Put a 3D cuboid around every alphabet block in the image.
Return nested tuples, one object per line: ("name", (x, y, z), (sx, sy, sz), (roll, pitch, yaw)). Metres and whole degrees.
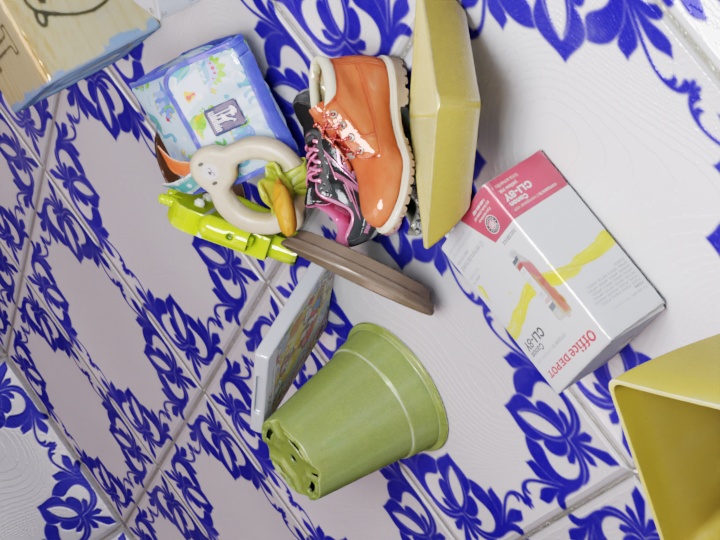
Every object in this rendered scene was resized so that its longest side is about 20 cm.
("alphabet block", (-0.423, -0.359, 2.010), (0.200, 0.195, 0.196), (60, 151, -8))

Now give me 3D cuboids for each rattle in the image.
("rattle", (-0.164, -0.088, 1.749), (0.200, 0.143, 0.130), (16, 135, 2))

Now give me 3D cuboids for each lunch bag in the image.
("lunch bag", (-0.172, -0.198, 1.842), (0.200, 0.127, 0.170), (-8, 115, 50))

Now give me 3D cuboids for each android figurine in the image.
("android figurine", (-0.167, -0.062, 1.924), (0.200, 0.182, 0.041), (22, 104, 4))

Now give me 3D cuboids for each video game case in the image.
("video game case", (-0.087, 0.089, 1.921), (0.023, 0.200, 0.182), (23, 144, 10))

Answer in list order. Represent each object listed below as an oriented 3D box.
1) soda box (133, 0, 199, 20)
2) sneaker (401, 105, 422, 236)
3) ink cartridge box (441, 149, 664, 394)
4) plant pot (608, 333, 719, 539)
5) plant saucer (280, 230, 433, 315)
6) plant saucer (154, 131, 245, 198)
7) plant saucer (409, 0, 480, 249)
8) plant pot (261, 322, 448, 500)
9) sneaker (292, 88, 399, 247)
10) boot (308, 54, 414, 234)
("soda box", (-0.252, -0.412, 1.803), (0.068, 0.064, 0.200), (38, 147, 34))
("sneaker", (0.033, -0.118, 1.609), (0.200, 0.089, 0.077), (49, 152, 17))
("ink cartridge box", (0.190, 0.004, 1.480), (0.200, 0.083, 0.145), (52, 152, 12))
("plant pot", (0.363, 0.147, 1.238), (0.200, 0.176, 0.200), (12, 128, 56))
("plant saucer", (0.000, 0.000, 1.747), (0.200, 0.030, 0.200), (25, 176, 2))
("plant saucer", (-0.236, -0.139, 2.103), (0.200, 0.034, 0.200), (39, 147, 31))
("plant saucer", (0.082, -0.158, 1.446), (0.200, 0.048, 0.200), (92, 175, -48))
("plant pot", (-0.020, 0.201, 1.928), (0.200, 0.190, 0.200), (39, 148, 31))
("sneaker", (-0.034, -0.116, 1.719), (0.200, 0.095, 0.079), (60, 155, -2))
("boot", (-0.005, -0.134, 1.538), (0.075, 0.107, 0.200), (-35, 56, 54))
